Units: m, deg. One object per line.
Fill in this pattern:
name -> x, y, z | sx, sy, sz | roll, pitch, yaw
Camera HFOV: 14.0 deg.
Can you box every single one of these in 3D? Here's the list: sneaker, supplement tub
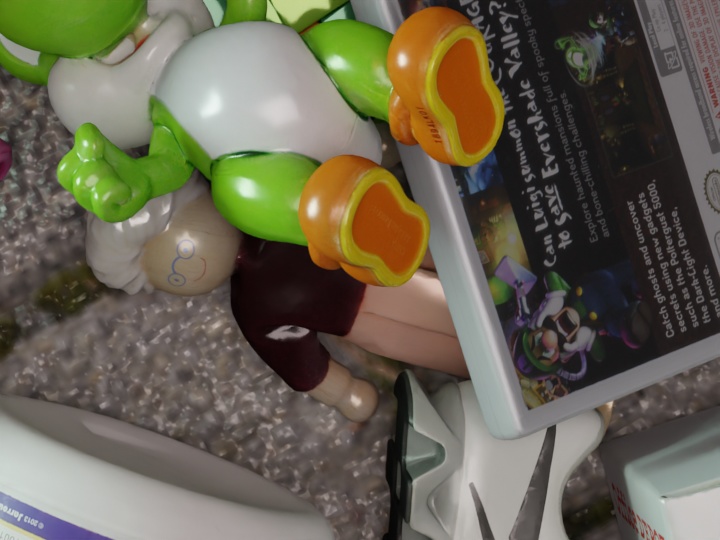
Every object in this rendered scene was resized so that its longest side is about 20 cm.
sneaker -> 0.049, 0.136, 1.061 | 0.088, 0.074, 0.200 | 3, 109, -9
supplement tub -> -0.105, 0.158, 1.026 | 0.145, 0.145, 0.200 | 20, 93, -5

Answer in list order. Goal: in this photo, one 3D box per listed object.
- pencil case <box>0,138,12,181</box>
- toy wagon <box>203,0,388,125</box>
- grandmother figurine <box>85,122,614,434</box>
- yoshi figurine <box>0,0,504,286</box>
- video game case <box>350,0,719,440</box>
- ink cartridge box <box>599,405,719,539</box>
pencil case -> -0.225, -0.068, 1.036 | 0.200, 0.091, 0.094 | 42, 122, -4
toy wagon -> -0.022, -0.116, 1.064 | 0.200, 0.040, 0.155 | -33, 95, -1
grandmother figurine -> 0.000, 0.000, 1.060 | 0.200, 0.061, 0.121 | 12, 104, -6
yoshi figurine -> -0.059, -0.073, 0.970 | 0.200, 0.112, 0.112 | 23, 117, 36
video game case -> 0.091, -0.063, 1.037 | 0.182, 0.023, 0.200 | -20, 94, -31
ink cartridge box -> 0.156, 0.152, 1.042 | 0.084, 0.144, 0.200 | -14, 95, -3
